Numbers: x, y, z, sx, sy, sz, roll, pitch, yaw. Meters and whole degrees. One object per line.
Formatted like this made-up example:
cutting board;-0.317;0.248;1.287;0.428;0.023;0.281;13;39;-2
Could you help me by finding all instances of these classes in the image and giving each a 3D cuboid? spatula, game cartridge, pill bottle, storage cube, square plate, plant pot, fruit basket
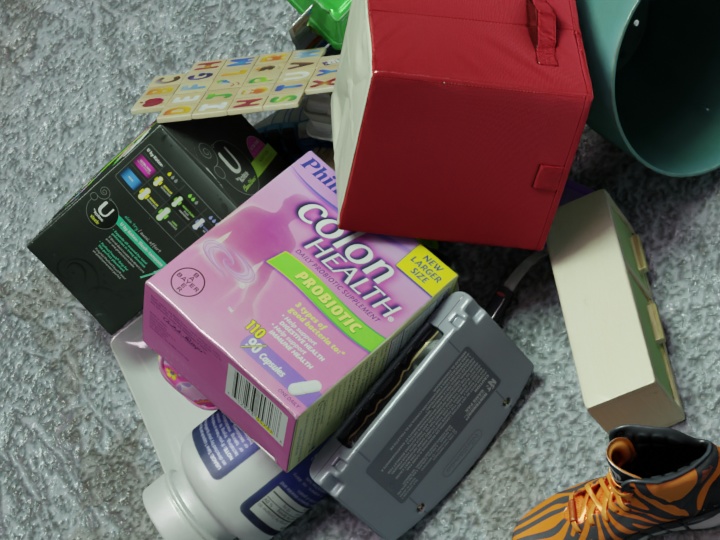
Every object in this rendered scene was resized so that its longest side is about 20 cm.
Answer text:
spatula;0.142;0.006;1.687;0.056;0.021;0.201;28;80;42
game cartridge;0.056;0.128;1.589;0.200;0.133;0.040;-50;41;-6
pill bottle;-0.089;0.169;1.665;0.200;0.120;0.120;-38;48;6
storage cube;0.077;-0.140;1.560;0.178;0.201;0.172;6;45;-9
square plate;-0.132;0.080;1.810;0.200;0.028;0.199;-37;49;8
plant pot;0.251;-0.200;1.642;0.201;0.201;0.161;-50;37;-5
fruit basket;0.004;-0.280;1.867;0.185;0.200;0.094;-45;79;-2

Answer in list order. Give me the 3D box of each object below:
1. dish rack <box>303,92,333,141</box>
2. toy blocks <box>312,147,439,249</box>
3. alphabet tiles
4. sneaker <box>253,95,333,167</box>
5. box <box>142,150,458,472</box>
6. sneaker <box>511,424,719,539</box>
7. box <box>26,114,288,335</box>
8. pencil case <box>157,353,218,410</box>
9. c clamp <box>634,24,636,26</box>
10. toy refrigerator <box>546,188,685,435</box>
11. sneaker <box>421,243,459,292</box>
dish rack;0.043;-0.198;1.773;0.200;0.044;0.171;-48;35;-21
toy blocks;0.018;-0.093;1.791;0.199;0.100;0.137;5;53;43
alphabet tiles;-0.108;-0.175;1.756;0.199;0.006;0.167;-6;24;11
sneaker;-0.042;-0.155;1.883;0.199;0.075;0.087;-21;45;9
box;-0.051;0.032;1.576;0.176;0.097;0.200;41;60;18
sneaker;0.196;0.172;1.486;0.199;0.112;0.078;-24;51;18
box;-0.193;-0.064;1.810;0.200;0.124;0.149;-39;10;26
pencil case;-0.116;0.038;1.704;0.087;0.088;0.200;-11;28;26
c clamp;0.204;-0.252;1.809;0.170;0.027;0.201;-31;49;12
toy refrigerator;0.214;0.036;1.587;0.070;0.076;0.201;-23;51;18
sneaker;0.000;0.000;1.712;0.199;0.080;0.078;30;63;20
